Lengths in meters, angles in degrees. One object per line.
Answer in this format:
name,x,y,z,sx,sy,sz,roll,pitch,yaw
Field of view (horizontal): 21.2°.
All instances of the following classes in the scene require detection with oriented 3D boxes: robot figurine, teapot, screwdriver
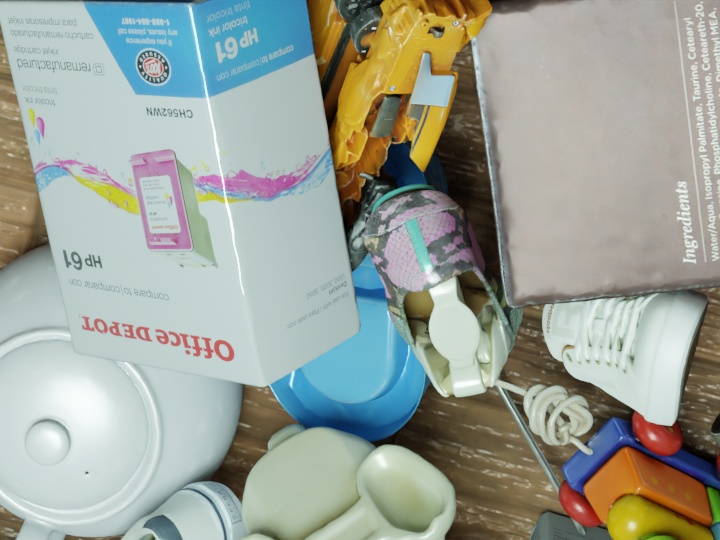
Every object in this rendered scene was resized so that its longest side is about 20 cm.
robot figurine,0.002,-0.089,1.013,0.058,0.145,0.200,-2,139,-24
teapot,-0.169,0.085,1.150,0.197,0.146,0.201,-25,102,14
screwdriver,0.086,0.075,1.171,0.028,0.029,0.201,-32,101,-17

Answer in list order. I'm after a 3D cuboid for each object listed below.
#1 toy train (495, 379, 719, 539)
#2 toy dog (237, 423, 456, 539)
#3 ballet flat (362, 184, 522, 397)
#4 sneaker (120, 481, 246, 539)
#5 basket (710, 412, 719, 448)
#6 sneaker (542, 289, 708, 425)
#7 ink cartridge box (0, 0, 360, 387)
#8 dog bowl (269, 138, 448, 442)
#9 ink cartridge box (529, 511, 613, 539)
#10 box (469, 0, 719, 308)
toy train,0.157,0.140,1.102,0.199,0.116,0.085,27,120,-27
toy dog,0.007,0.199,1.120,0.139,0.194,0.200,-39,126,-10
ballet flat,0.048,0.024,1.019,0.069,0.200,0.071,-18,64,7
sneaker,-0.138,0.204,1.154,0.073,0.071,0.201,45,127,27
basket,0.307,0.134,1.101,0.200,0.180,0.136,49,150,0
sneaker,0.141,0.042,1.067,0.084,0.200,0.073,17,85,3
ink cartridge box,-0.092,-0.051,0.986,0.144,0.085,0.201,7,117,39
dog bowl,0.000,0.000,1.138,0.111,0.050,0.201,9,109,26
ink cartridge box,0.121,0.254,1.131,0.087,0.200,0.146,17,107,-1
box,0.171,-0.088,1.040,0.199,0.166,0.165,-6,105,9
